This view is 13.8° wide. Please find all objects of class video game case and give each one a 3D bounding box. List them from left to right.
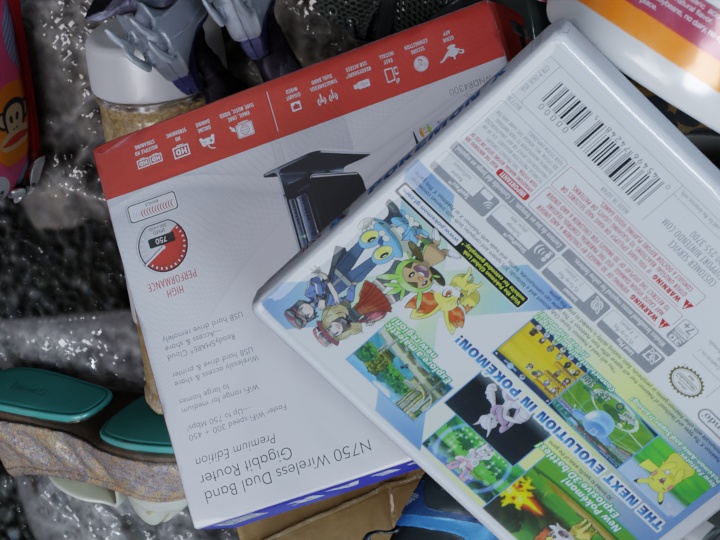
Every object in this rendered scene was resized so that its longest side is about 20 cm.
[{"bbox_3d":[0.087,0.024,1.211,0.200,0.022,0.182,43,115,-13],"label":"video game case"}]

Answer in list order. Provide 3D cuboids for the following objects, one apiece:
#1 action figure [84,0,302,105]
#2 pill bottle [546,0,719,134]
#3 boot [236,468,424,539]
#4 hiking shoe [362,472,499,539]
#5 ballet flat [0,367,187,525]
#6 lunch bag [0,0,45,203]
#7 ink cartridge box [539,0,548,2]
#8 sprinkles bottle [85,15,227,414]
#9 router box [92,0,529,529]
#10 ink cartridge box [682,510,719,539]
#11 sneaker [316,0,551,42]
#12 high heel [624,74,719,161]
[{"bbox_3d":[-0.042,-0.068,1.394,0.130,0.069,0.200,-21,116,27],"label":"action figure"},{"bbox_3d":[0.170,-0.159,1.198,0.109,0.110,0.200,34,97,11],"label":"pill bottle"},{"bbox_3d":[0.014,0.142,1.449,0.200,0.066,0.176,-24,67,55],"label":"boot"},{"bbox_3d":[0.101,0.152,1.336,0.200,0.074,0.087,38,85,-1],"label":"hiking shoe"},{"bbox_3d":[-0.122,0.096,1.559,0.199,0.068,0.068,11,125,44],"label":"ballet flat"},{"bbox_3d":[-0.265,-0.090,1.543,0.199,0.082,0.177,5,117,27],"label":"lunch bag"},{"bbox_3d":[0.070,-0.235,1.240,0.146,0.083,0.201,31,106,13],"label":"ink cartridge box"},{"bbox_3d":[-0.089,-0.028,1.481,0.068,0.068,0.201,5,117,28],"label":"sprinkles bottle"},{"bbox_3d":[0.000,0.000,1.301,0.199,0.049,0.180,-20,80,18],"label":"router box"},{"bbox_3d":[0.208,0.085,1.312,0.200,0.083,0.147,35,85,10],"label":"ink cartridge box"},{"bbox_3d":[0.044,-0.096,1.367,0.114,0.076,0.200,0,111,32],"label":"sneaker"},{"bbox_3d":[0.179,-0.094,1.285,0.200,0.071,0.143,-41,58,4],"label":"high heel"}]
